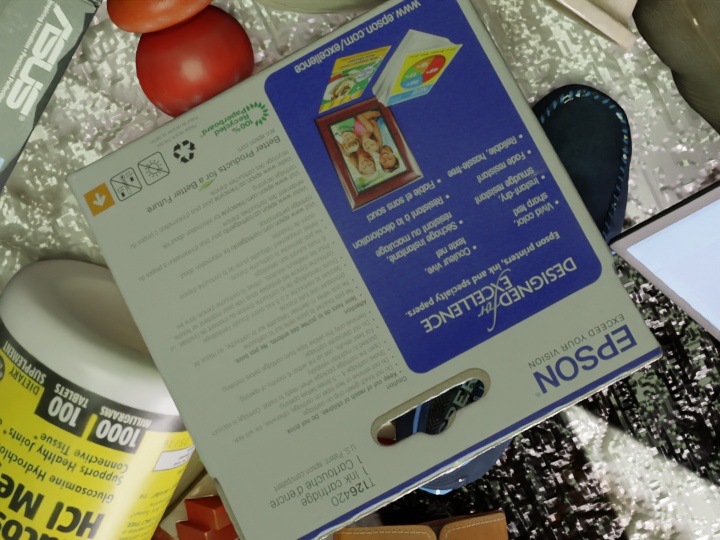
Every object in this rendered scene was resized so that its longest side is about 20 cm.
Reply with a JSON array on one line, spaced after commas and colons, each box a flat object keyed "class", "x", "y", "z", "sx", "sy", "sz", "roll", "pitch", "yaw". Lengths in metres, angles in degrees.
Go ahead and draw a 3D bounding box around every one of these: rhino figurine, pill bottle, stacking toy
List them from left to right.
[{"class": "pill bottle", "x": -0.150, "y": 0.105, "z": 1.159, "sx": 0.112, "sy": 0.112, "sz": 0.200, "roll": 24, "pitch": 109, "yaw": -7}, {"class": "stacking toy", "x": -0.104, "y": -0.157, "z": 1.088, "sx": 0.085, "sy": 0.085, "sz": 0.200, "roll": -18, "pitch": 114, "yaw": 8}, {"class": "rhino figurine", "x": 0.184, "y": -0.075, "z": 1.096, "sx": 0.060, "sy": 0.087, "sz": 0.200, "roll": -34, "pitch": 115, "yaw": 17}]

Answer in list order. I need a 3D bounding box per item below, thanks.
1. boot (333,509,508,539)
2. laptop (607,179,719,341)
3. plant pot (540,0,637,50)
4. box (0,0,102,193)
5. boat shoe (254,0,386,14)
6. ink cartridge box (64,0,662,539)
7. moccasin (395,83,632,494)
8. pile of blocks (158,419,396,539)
[{"class": "boot", "x": 0.072, "y": 0.195, "z": 1.207, "sx": 0.200, "sy": 0.074, "sz": 0.155, "roll": 3, "pitch": 80, "yaw": -32}, {"class": "laptop", "x": 0.240, "y": 0.028, "z": 1.068, "sx": 0.177, "sy": 0.103, "sz": 0.200, "roll": -29, "pitch": 89, "yaw": 22}, {"class": "plant pot", "x": 0.076, "y": -0.220, "z": 1.009, "sx": 0.200, "sy": 0.200, "sz": 0.184, "roll": 32, "pitch": 96, "yaw": -9}, {"class": "box", "x": -0.225, "y": -0.076, "z": 1.065, "sx": 0.161, "sy": 0.049, "sz": 0.200, "roll": 28, "pitch": 108, "yaw": -11}, {"class": "boat shoe", "x": -0.046, "y": -0.157, "z": 1.048, "sx": 0.072, "sy": 0.200, "sz": 0.060, "roll": -31, "pitch": 64, "yaw": 36}, {"class": "ink cartridge box", "x": 0.000, "y": 0.000, "z": 1.068, "sx": 0.198, "sy": 0.047, "sz": 0.200, "roll": -28, "pitch": 76, "yaw": 3}, {"class": "moccasin", "x": 0.077, "y": 0.011, "z": 1.114, "sx": 0.080, "sy": 0.068, "sz": 0.200, "roll": 19, "pitch": 87, "yaw": 0}, {"class": "pile of blocks", "x": -0.018, "y": 0.081, "z": 1.173, "sx": 0.200, "sy": 0.062, "sz": 0.082, "roll": -23, "pitch": 107, "yaw": 9}]
